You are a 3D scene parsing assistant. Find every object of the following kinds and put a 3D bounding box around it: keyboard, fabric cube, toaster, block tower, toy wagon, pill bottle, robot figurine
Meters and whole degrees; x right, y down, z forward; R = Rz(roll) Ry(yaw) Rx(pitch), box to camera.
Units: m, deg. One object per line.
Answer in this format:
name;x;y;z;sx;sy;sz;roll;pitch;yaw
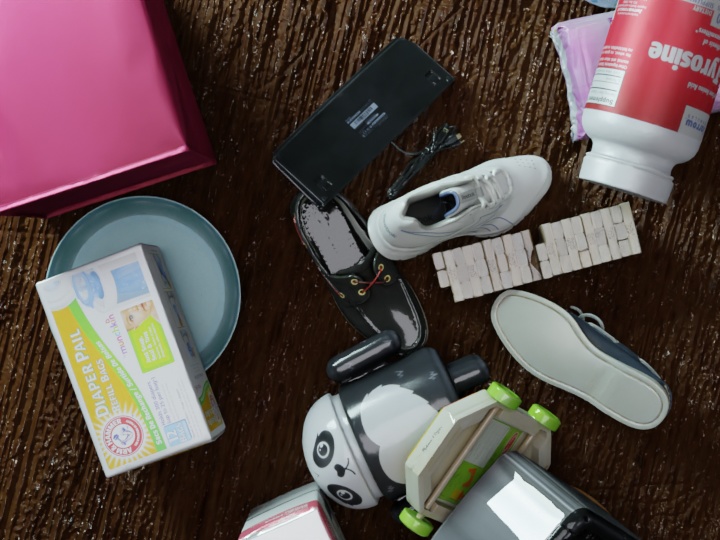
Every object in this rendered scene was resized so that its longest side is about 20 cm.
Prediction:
keyboard;0.020;-0.134;1.348;0.127;0.021;0.200;43;73;7
fabric cube;-0.268;-0.173;1.299;0.196;0.200;0.200;-19;91;1
toaster;0.154;0.284;1.246;0.181;0.200;0.119;-53;46;2
block tower;0.175;-0.016;1.353;0.200;0.058;0.054;-15;89;4
toy wagon;0.125;0.192;1.279;0.155;0.200;0.040;-55;44;5
pill bottle;0.271;-0.169;1.249;0.112;0.112;0.200;17;95;2
robot figurine;0.041;0.152;1.319;0.200;0.125;0.150;-24;53;1

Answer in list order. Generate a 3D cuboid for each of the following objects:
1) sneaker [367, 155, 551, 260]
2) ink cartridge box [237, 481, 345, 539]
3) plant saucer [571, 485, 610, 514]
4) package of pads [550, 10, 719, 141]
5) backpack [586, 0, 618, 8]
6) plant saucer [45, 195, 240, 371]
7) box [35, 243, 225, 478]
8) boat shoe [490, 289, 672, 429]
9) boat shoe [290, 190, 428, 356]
sneaker;0.108;-0.065;1.326;0.200;0.087;0.075;-24;85;-20
ink cartridge box;-0.047;0.290;1.284;0.085;0.200;0.146;-24;89;-4
plant saucer;0.176;0.311;1.358;0.200;0.037;0.200;0;90;2
package of pads;0.296;-0.206;1.340;0.200;0.076;0.121;-12;93;3
backpack;0.224;-0.350;1.321;0.200;0.154;0.163;47;71;-10
plant saucer;-0.220;0.025;1.380;0.200;0.027;0.200;0;89;3
box;-0.220;0.087;1.315;0.112;0.101;0.200;-21;89;1
boat shoe;0.221;0.082;1.344;0.200;0.062;0.075;30;106;11
boat shoe;-0.002;0.002;1.356;0.074;0.063;0.201;-34;90;-2
